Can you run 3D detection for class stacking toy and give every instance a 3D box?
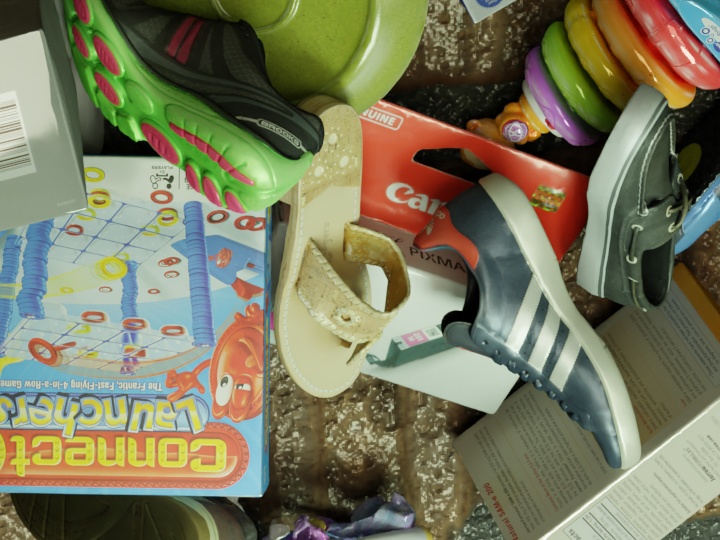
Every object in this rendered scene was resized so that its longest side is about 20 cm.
[{"bbox_3d":[0.141,-0.122,1.339,0.199,0.110,0.116,-34,126,22],"label":"stacking toy"}]

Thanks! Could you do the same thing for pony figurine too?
[{"bbox_3d":[-0.056,0.203,1.422,0.199,0.167,0.194,-5,124,-25],"label":"pony figurine"}]

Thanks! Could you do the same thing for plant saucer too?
[{"bbox_3d":[-0.059,-0.168,1.263,0.198,0.031,0.202,6,115,12],"label":"plant saucer"}]

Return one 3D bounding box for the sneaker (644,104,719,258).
[{"bbox_3d":[0.258,-0.078,1.388,0.078,0.066,0.201,30,105,-25],"label":"sneaker"}]

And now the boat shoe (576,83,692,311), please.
[{"bbox_3d":[0.173,-0.041,1.314,0.056,0.069,0.200,27,154,14],"label":"boat shoe"}]

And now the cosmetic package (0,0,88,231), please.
[{"bbox_3d":[-0.201,-0.105,1.184,0.089,0.200,0.108,-15,114,-6],"label":"cosmetic package"}]

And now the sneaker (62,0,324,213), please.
[{"bbox_3d":[-0.099,-0.112,1.238,0.084,0.200,0.077,-33,157,-31],"label":"sneaker"}]

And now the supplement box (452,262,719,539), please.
[{"bbox_3d":[0.173,0.108,1.417,0.200,0.126,0.074,-38,127,8],"label":"supplement box"}]

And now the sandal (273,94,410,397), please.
[{"bbox_3d":[-0.004,0.003,1.285,0.077,0.069,0.213,-30,131,-34],"label":"sandal"}]

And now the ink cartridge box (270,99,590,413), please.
[{"bbox_3d":[0.036,-0.008,1.367,0.199,0.044,0.174,18,126,-18],"label":"ink cartridge box"}]

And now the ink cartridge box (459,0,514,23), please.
[{"bbox_3d":[0.135,-0.226,1.281,0.199,0.094,0.044,-30,116,4],"label":"ink cartridge box"}]

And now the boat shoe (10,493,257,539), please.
[{"bbox_3d":[-0.145,0.150,1.359,0.066,0.200,0.072,3,98,-44],"label":"boat shoe"}]

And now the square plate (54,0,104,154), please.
[{"bbox_3d":[-0.250,-0.156,1.276,0.198,0.028,0.200,-2,115,-10],"label":"square plate"}]

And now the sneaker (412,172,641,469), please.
[{"bbox_3d":[0.099,0.044,1.333,0.084,0.075,0.201,-29,94,-2],"label":"sneaker"}]

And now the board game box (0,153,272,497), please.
[{"bbox_3d":[-0.151,0.030,1.273,0.198,0.056,0.198,0,94,0],"label":"board game box"}]
